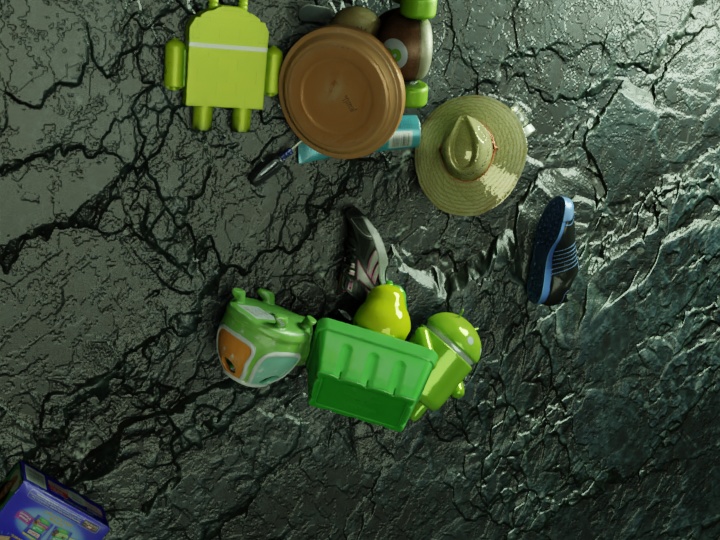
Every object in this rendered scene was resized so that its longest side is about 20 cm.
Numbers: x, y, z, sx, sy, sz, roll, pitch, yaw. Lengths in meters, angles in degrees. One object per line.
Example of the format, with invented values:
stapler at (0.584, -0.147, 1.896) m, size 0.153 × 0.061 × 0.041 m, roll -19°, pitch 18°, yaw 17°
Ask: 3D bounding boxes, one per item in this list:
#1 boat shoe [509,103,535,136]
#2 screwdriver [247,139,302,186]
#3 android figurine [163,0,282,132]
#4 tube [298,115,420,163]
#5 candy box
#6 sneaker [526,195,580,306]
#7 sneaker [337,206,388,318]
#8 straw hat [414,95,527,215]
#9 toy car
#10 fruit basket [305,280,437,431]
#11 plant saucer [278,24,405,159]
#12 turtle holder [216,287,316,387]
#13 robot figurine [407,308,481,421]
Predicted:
boat shoe at (0.191, -0.205, 1.696) m, size 0.200 × 0.072 × 0.061 m, roll -30°, pitch 88°, yaw 0°
screwdriver at (-0.094, -0.198, 1.594) m, size 0.199 × 0.028 × 0.029 m, roll -35°, pitch 72°, yaw 3°
android figurine at (-0.203, -0.309, 1.524) m, size 0.180 × 0.041 × 0.203 m, roll -2°, pitch 107°, yaw -21°
tube at (-0.003, -0.216, 1.629) m, size 0.197 × 0.050 × 0.078 m, roll -5°, pitch 98°, yaw -14°
candy box at (-0.524, 0.430, 1.599) m, size 0.169 × 0.077 × 0.201 m, roll 39°, pitch 88°, yaw -27°
sneaker at (0.355, -0.034, 1.814) m, size 0.077 × 0.070 × 0.202 m, roll 2°, pitch 111°, yaw -26°
sneaker at (0.000, 0.000, 1.675) m, size 0.086 × 0.080 × 0.202 m, roll -21°, pitch 111°, yaw -13°
straw hat at (0.168, -0.194, 1.618) m, size 0.198 × 0.085 × 0.204 m, roll -2°, pitch 80°, yaw 15°
toy car at (0.004, -0.348, 1.544) m, size 0.197 × 0.158 × 0.166 m, roll 0°, pitch 118°, yaw -9°
fruit basket at (0.020, 0.128, 1.633) m, size 0.213 × 0.217 × 0.156 m, roll -4°, pitch 141°, yaw -20°
plant saucer at (-0.031, -0.263, 1.522) m, size 0.198 × 0.032 × 0.203 m, roll 8°, pitch 117°, yaw 16°
turtle holder at (-0.154, 0.109, 1.629) m, size 0.140 × 0.185 × 0.133 m, roll 24°, pitch 100°, yaw 7°
robot figurine at (0.126, 0.158, 1.750) m, size 0.200 × 0.115 × 0.175 m, roll -49°, pitch 143°, yaw -3°
